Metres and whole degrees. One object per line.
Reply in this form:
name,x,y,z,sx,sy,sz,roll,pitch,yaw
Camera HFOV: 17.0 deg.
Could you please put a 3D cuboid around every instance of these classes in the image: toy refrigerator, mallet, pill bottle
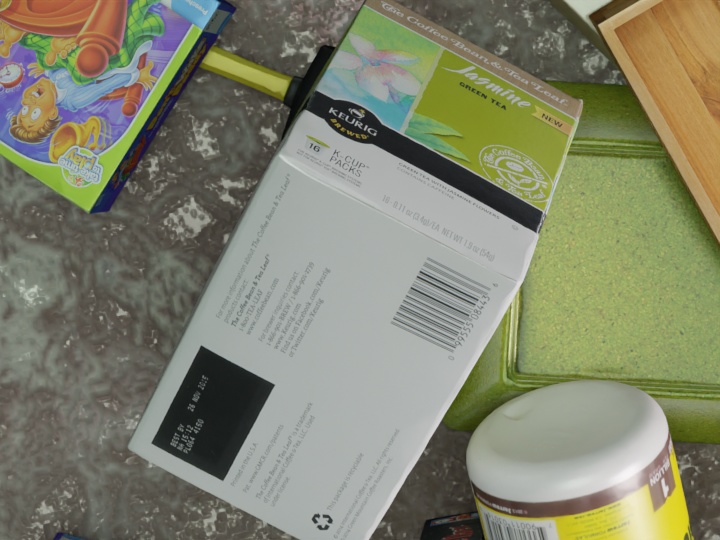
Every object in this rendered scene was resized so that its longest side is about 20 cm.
toy refrigerator,0.105,-0.194,1.300,0.200,0.076,0.070,44,93,-3
mallet,-0.091,-0.110,1.329,0.200,0.041,0.066,16,97,4
pill bottle,0.129,0.168,1.297,0.109,0.109,0.200,-15,114,1

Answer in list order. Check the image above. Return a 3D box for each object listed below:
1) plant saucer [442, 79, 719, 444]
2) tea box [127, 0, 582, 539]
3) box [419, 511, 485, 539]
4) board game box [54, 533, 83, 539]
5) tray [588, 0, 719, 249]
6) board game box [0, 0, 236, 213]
plant saucer,0.148,-0.002,1.328,0.200,0.048,0.200,3,95,0
tea box,0.000,0.000,1.222,0.134,0.197,0.200,27,124,-3
box,0.058,0.214,1.269,0.038,0.200,0.137,-10,95,6
board game box,-0.093,0.239,1.341,0.200,0.045,0.135,15,94,-1
tray,0.212,-0.072,1.264,0.099,0.037,0.200,-30,105,5
board game box,-0.188,-0.141,1.303,0.200,0.045,0.135,33,97,5
